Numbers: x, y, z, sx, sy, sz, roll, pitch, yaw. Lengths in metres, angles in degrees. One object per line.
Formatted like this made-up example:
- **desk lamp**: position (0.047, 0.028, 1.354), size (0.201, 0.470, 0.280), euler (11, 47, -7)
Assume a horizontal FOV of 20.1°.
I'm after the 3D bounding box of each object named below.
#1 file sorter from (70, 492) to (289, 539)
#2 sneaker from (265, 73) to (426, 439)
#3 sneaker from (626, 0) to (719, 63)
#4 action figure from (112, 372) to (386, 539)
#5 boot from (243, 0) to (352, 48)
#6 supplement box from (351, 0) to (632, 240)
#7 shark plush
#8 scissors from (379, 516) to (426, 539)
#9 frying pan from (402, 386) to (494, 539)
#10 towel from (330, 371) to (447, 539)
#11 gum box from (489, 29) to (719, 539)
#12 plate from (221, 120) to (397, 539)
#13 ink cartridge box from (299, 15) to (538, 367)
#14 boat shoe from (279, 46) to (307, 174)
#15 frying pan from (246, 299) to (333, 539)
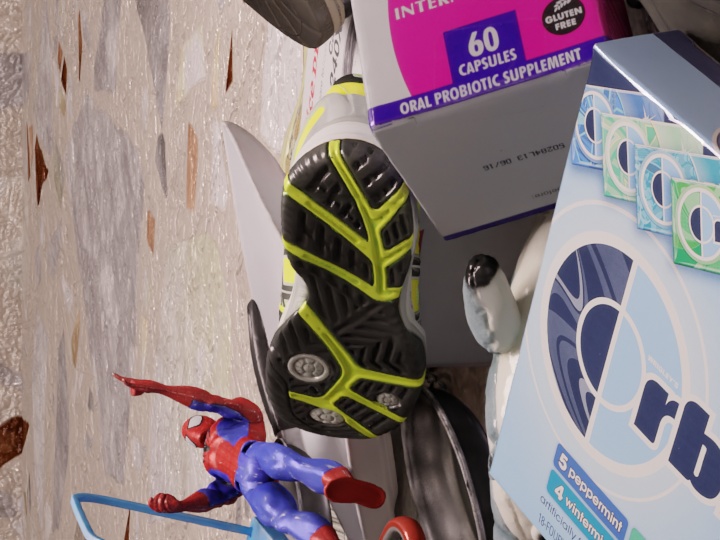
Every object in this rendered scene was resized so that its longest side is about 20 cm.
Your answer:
- **file sorter**: position (-0.114, 0.231, 1.077), size (0.139, 0.122, 0.201), euler (-157, 82, -75)
- **sneaker**: position (0.000, 0.000, 0.921), size (0.200, 0.075, 0.077), euler (100, -178, -46)
- **sneaker**: position (0.113, -0.152, 0.779), size (0.091, 0.076, 0.201), euler (98, 166, -53)
- **action figure**: position (-0.073, 0.106, 1.076), size (0.200, 0.099, 0.066), euler (24, 103, 64)
- **boot**: position (-0.025, -0.212, 1.019), size (0.200, 0.150, 0.073), euler (45, 166, 36)
- **supplement box**: position (0.052, -0.132, 0.860), size (0.103, 0.101, 0.201), euler (52, -155, -57)
- **shark plush**: position (0.088, 0.068, 0.881), size (0.083, 0.090, 0.201), euler (-116, 23, -79)
- **scissors**: position (0.014, 0.210, 1.018), size (0.073, 0.014, 0.200), euler (-123, 34, -42)
- **frying pan**: position (0.053, 0.144, 0.976), size (0.115, 0.031, 0.191), euler (-154, 51, -74)
- **towel**: position (0.009, 0.149, 1.208), size (0.193, 0.034, 0.201), euler (-162, 71, -72)
- **gum box**: position (0.125, 0.045, 0.717), size (0.170, 0.044, 0.201), euler (49, 139, 42)
- **plate**: position (-0.023, 0.043, 1.121), size (0.200, 0.032, 0.200), euler (-118, 14, -46)
- **ink cartridge box**: position (0.033, -0.064, 1.024), size (0.200, 0.083, 0.146), euler (-119, 31, -55)
- **boat shoe**: position (-0.005, -0.086, 1.173), size (0.063, 0.073, 0.201), euler (-179, 89, -76)
- **frying pan**: position (-0.042, 0.123, 1.170), size (0.115, 0.031, 0.190), euler (100, 162, -48)
